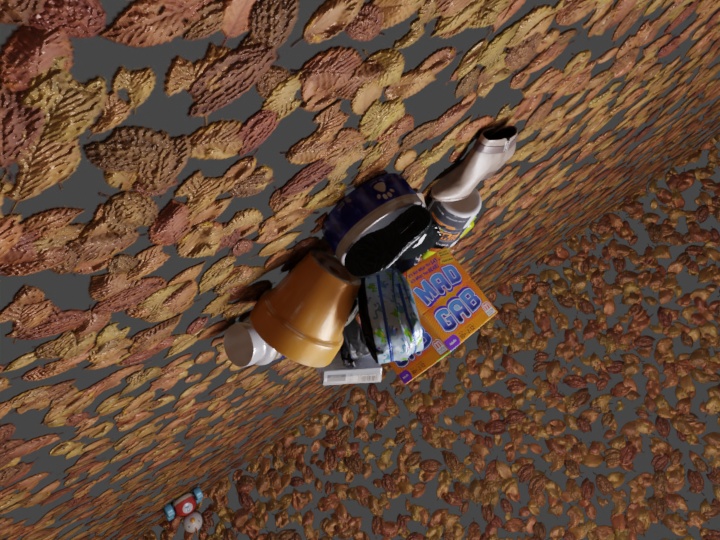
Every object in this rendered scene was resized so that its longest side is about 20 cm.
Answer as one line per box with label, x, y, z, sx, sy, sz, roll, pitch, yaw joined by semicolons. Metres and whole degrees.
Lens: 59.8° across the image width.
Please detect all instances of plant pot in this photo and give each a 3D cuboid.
plant pot;-0.098;0.065;1.296;0.184;0.200;0.200;-57;158;16

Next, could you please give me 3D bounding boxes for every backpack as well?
backpack;-0.003;0.129;1.661;0.153;0.201;0.190;-22;-179;6
backpack;0.057;0.096;1.280;0.200;0.153;0.164;-75;165;-55

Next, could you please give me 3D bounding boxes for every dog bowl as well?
dog bowl;0.025;-0.098;1.236;0.200;0.079;0.200;-33;164;-10

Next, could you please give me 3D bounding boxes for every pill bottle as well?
pill bottle;0.202;-0.120;1.480;0.106;0.106;0.200;-27;162;-25
pill bottle;-0.204;0.149;1.417;0.116;0.116;0.200;-45;161;33

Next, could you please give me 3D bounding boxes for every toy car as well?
toy car;-0.825;1.192;3.031;0.184;0.200;0.177;-26;162;-29

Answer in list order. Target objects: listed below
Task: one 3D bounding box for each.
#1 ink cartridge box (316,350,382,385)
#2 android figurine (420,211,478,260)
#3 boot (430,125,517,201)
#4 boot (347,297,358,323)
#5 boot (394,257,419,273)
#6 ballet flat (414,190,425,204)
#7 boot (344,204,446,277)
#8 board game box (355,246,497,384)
ink cartridge box;-0.045;0.239;1.700;0.161;0.200;0.050;-1;109;-15
android figurine;0.249;-0.101;1.730;0.182;0.041;0.200;-29;166;-46
boot;0.245;-0.234;1.332;0.199;0.070;0.146;-29;157;-25
boot;-0.006;0.066;1.496;0.200;0.068;0.131;-56;180;5
boot;0.130;-0.028;1.630;0.199;0.091;0.073;-31;164;-15
ballet flat;0.124;-0.111;1.419;0.068;0.067;0.200;-32;164;-11
boot;0.071;-0.048;1.209;0.198;0.073;0.162;-37;167;6
board game box;0.154;0.106;1.482;0.199;0.200;0.200;-30;168;-41
